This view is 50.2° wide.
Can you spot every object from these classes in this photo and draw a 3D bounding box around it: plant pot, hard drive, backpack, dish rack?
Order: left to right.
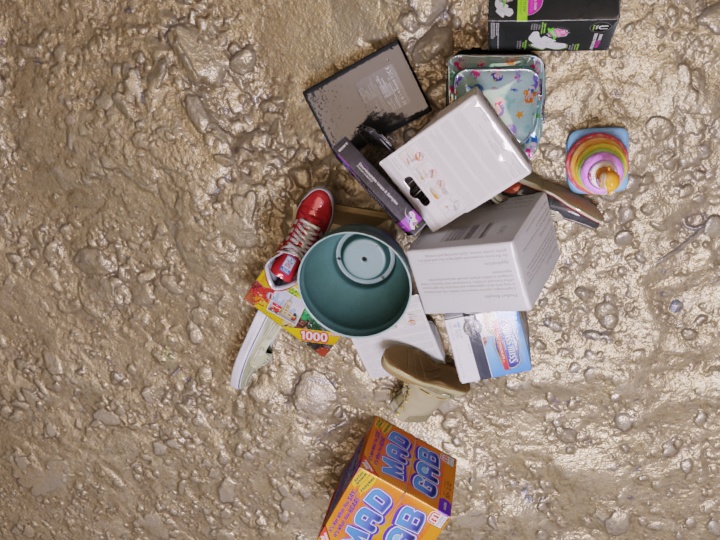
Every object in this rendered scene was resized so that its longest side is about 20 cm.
[{"bbox_3d":[0.000,0.000,1.369,0.198,0.134,0.202,4,116,9],"label":"plant pot"},{"bbox_3d":[0.011,-0.309,1.401,0.199,0.033,0.140,-24,103,17],"label":"hard drive"},{"bbox_3d":[0.062,-0.174,1.361,0.055,0.153,0.200,-46,112,-2],"label":"dish rack"},{"bbox_3d":[0.230,-0.269,1.318,0.176,0.151,0.202,3,114,8],"label":"backpack"}]

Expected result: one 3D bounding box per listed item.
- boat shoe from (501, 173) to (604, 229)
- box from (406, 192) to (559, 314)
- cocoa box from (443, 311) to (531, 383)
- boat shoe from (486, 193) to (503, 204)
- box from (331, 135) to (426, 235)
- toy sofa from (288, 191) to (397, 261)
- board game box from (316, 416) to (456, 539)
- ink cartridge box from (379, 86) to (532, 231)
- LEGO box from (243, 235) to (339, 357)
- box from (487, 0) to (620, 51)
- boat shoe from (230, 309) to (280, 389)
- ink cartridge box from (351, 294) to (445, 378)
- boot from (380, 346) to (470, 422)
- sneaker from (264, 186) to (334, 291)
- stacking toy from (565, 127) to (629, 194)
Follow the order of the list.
[{"bbox_3d":[0.338,-0.120,1.384,0.199,0.071,0.063,25,119,4],"label":"boat shoe"},{"bbox_3d":[0.218,-0.029,1.336,0.198,0.200,0.132,-4,116,32],"label":"box"},{"bbox_3d":[0.236,0.093,1.406,0.130,0.200,0.134,-12,108,15],"label":"cocoa box"},{"bbox_3d":[0.166,-0.165,1.378,0.199,0.074,0.063,33,107,22],"label":"boat shoe"},{"bbox_3d":[0.031,-0.143,1.327,0.036,0.143,0.200,-44,92,2],"label":"box"},{"bbox_3d":[-0.032,-0.080,1.461,0.198,0.083,0.098,9,115,8],"label":"toy sofa"},{"bbox_3d":[0.059,0.467,1.567,0.199,0.200,0.201,28,111,0],"label":"board game box"},{"bbox_3d":[0.157,-0.179,1.271,0.199,0.050,0.161,-31,108,29],"label":"ink cartridge box"},{"bbox_3d":[-0.104,0.048,1.522,0.199,0.077,0.149,36,112,-3],"label":"LEGO box"},{"bbox_3d":[0.306,-0.443,1.227,0.198,0.124,0.150,3,85,9],"label":"box"},{"bbox_3d":[-0.212,0.165,1.586,0.062,0.072,0.201,25,109,4],"label":"boat shoe"},{"bbox_3d":[0.064,0.120,1.494,0.161,0.050,0.201,-12,127,15],"label":"ink cartridge box"},{"bbox_3d":[0.094,0.229,1.512,0.199,0.073,0.155,21,134,-27],"label":"boot"},{"bbox_3d":[-0.110,-0.050,1.382,0.071,0.113,0.201,27,115,-1],"label":"sneaker"},{"bbox_3d":[0.404,-0.166,1.285,0.109,0.200,0.117,-2,109,11],"label":"stacking toy"}]
